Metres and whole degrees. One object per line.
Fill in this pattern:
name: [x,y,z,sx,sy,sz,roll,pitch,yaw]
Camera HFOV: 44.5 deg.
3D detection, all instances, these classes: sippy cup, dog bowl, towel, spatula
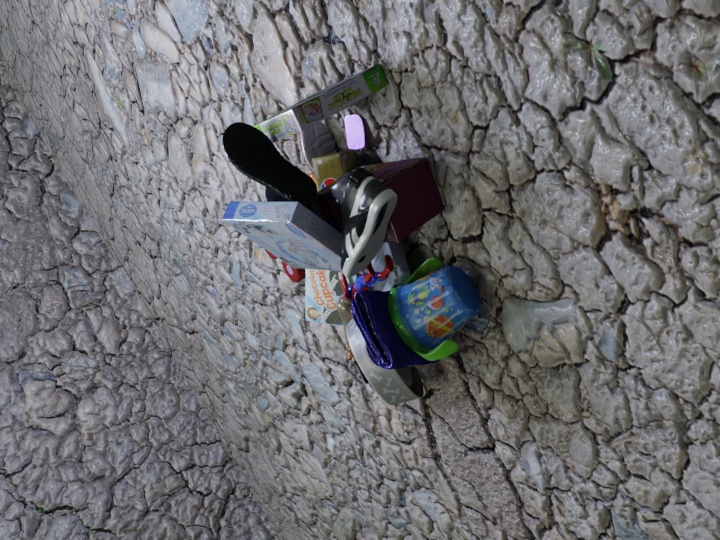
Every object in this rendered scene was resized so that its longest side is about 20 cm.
sippy cup: [0.138,0.062,1.559,0.130,0.139,0.180,-34,76,27]
dog bowl: [0.043,0.161,1.648,0.201,0.058,0.201,54,-167,-18]
towel: [0.065,0.107,1.587,0.049,0.199,0.150,-32,72,28]
spatula: [0.012,-0.196,1.668,0.056,0.020,0.203,6,121,52]

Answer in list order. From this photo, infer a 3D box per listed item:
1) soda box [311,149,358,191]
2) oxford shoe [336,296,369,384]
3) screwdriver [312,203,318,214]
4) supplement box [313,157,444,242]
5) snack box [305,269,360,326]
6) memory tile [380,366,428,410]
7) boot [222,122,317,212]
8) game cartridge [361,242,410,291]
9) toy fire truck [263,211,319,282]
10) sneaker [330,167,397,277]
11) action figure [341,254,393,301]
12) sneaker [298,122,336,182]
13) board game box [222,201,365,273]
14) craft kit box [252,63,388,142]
soda box: [-0.034,-0.126,1.704,0.067,0.064,0.204,-4,103,30]
oxford shoe: [-0.001,0.142,1.758,0.070,0.075,0.202,6,134,49]
screwdriver: [-0.037,-0.079,1.866,0.200,0.028,0.029,44,179,23]
supplement box: [0.030,-0.122,1.571,0.198,0.130,0.105,1,119,53]
snack box: [-0.058,0.016,1.849,0.114,0.037,0.204,8,113,16]
memory tile: [0.062,0.212,1.852,0.154,0.017,0.200,55,151,3]
boot: [-0.163,-0.163,1.570,0.199,0.077,0.168,37,166,0]
game cartridge: [0.046,0.009,1.734,0.201,0.040,0.135,111,145,-52]
toy fire truck: [-0.134,-0.085,1.922,0.200,0.111,0.169,44,151,28]
sneaker: [-0.011,-0.090,1.475,0.112,0.073,0.201,46,138,20]
action figure: [0.000,0.000,1.719,0.200,0.064,0.101,126,130,-61]
sneaker: [-0.093,-0.208,1.777,0.111,0.077,0.203,7,122,56]
board game box: [-0.116,-0.060,1.587,0.197,0.044,0.199,6,158,45]
craft kit box: [-0.079,-0.286,1.548,0.199,0.196,0.049,-3,114,61]
